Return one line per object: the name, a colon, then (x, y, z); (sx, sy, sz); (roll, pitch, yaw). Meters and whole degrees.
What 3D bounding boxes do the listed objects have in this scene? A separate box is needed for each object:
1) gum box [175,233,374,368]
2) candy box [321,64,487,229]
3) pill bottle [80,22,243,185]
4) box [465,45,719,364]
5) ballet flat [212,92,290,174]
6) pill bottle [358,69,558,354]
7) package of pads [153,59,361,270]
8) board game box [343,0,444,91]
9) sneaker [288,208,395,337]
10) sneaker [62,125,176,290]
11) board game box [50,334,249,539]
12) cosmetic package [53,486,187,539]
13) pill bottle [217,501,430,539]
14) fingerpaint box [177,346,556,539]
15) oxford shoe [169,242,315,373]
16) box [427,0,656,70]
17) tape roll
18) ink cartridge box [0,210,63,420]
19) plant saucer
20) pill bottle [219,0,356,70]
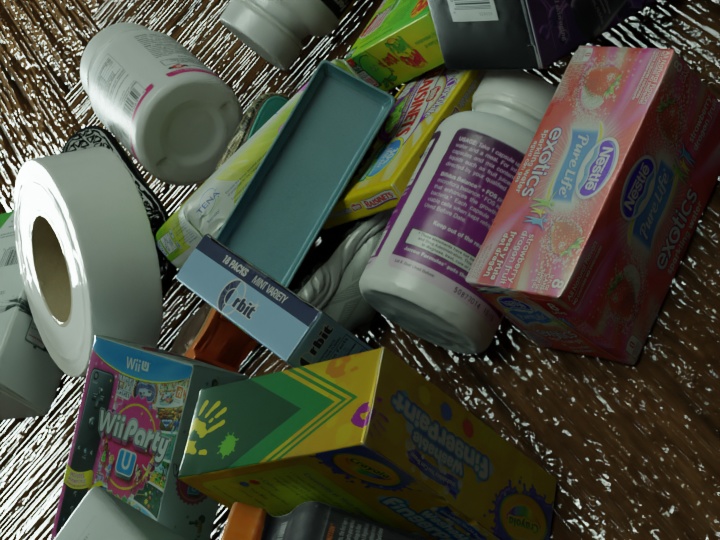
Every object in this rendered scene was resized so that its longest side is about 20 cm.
gum box: (-0.019, 0.064, 1.219); (0.045, 0.200, 0.170); (-53, 38, -3)
candy box: (0.043, -0.116, 1.385); (0.102, 0.026, 0.200); (-14, 33, 45)
pill bottle: (-0.202, -0.171, 1.668); (0.114, 0.113, 0.200); (-50, 38, 3)
box: (0.173, -0.049, 1.192); (0.094, 0.102, 0.201); (10, 67, 49)
ballet flat: (-0.114, -0.072, 1.549); (0.075, 0.068, 0.201); (-28, 34, 59)
pill bottle: (0.089, -0.048, 1.270); (0.112, 0.112, 0.201); (13, 71, 50)
package of pads: (-0.076, -0.081, 1.423); (0.200, 0.068, 0.154); (-46, 6, -16)
board game box: (0.061, -0.218, 1.421); (0.102, 0.047, 0.200); (-57, 14, -15)
sneaker: (0.000, 0.000, 1.367); (0.200, 0.079, 0.074); (-47, 17, -19)
sneaker: (-0.222, -0.057, 1.641); (0.071, 0.083, 0.201); (-28, 65, 2)
board game box: (-0.177, 0.165, 1.368); (0.147, 0.064, 0.202); (11, 87, 49)
cosmetic package: (-0.143, 0.292, 1.195); (0.168, 0.166, 0.200); (-53, 38, -3)
pill bottle: (0.000, 0.212, 1.072); (0.106, 0.198, 0.107); (-161, 90, -90)
fingerpaint box: (0.008, 0.139, 1.132); (0.166, 0.200, 0.074); (-15, 50, 39)
oxford shoe: (-0.114, 0.035, 1.450); (0.201, 0.071, 0.073); (-53, 34, -1)
box: (0.144, -0.255, 1.281); (0.199, 0.149, 0.104); (-34, 26, -34)
tape roll: (-0.250, -0.008, 1.528); (0.070, 0.204, 0.202); (-14, 29, -27)
ink cartridge box: (-0.348, 0.044, 1.671); (0.146, 0.083, 0.201); (-8, 54, 42)
plant saucer: (-0.048, -0.068, 1.333); (0.201, 0.070, 0.019); (-60, -5, -16)
pill bottle: (-0.044, -0.295, 1.605); (0.201, 0.111, 0.111); (-54, 38, -1)
